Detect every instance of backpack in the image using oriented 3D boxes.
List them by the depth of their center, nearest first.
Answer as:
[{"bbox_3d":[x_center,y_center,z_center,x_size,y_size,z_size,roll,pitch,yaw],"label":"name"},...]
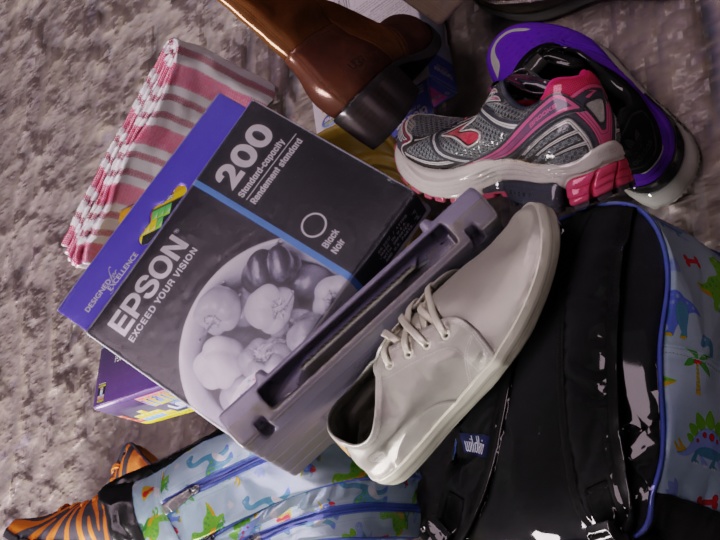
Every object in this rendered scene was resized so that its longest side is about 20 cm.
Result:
[{"bbox_3d":[0.146,0.074,0.912,0.183,0.147,0.201,-16,62,49],"label":"backpack"},{"bbox_3d":[-0.051,0.155,1.096,0.200,0.163,0.154,-41,57,19],"label":"backpack"}]

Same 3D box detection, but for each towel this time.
[{"bbox_3d":[-0.151,-0.083,1.298,0.030,0.146,0.200,33,99,28],"label":"towel"}]

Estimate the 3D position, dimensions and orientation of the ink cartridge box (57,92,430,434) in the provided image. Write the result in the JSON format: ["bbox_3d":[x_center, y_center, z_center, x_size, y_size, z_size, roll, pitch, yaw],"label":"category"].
[{"bbox_3d":[-0.088,-0.012,1.056,0.200,0.043,0.198,30,80,29],"label":"ink cartridge box"}]

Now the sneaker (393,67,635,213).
[{"bbox_3d":[0.090,-0.085,0.967,0.200,0.081,0.075,8,117,56],"label":"sneaker"}]

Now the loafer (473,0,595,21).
[{"bbox_3d":[0.144,-0.223,1.098,0.200,0.070,0.075,-2,73,46],"label":"loafer"}]

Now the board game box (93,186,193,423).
[{"bbox_3d":[-0.113,0.013,1.161,0.200,0.057,0.166,-20,57,46],"label":"board game box"}]

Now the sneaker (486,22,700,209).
[{"bbox_3d":[0.134,-0.123,1.042,0.070,0.099,0.200,-55,44,11],"label":"sneaker"}]

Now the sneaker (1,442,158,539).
[{"bbox_3d":[-0.205,0.197,1.295,0.200,0.078,0.112,3,71,36],"label":"sneaker"}]

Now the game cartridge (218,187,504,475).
[{"bbox_3d":[0.010,0.041,0.964,0.200,0.130,0.038,-42,75,-2],"label":"game cartridge"}]

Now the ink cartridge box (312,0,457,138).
[{"bbox_3d":[0.012,-0.171,1.237,0.119,0.042,0.200,-31,51,34],"label":"ink cartridge box"}]

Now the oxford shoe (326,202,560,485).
[{"bbox_3d":[0.045,0.041,0.898,0.200,0.058,0.075,-54,22,26],"label":"oxford shoe"}]

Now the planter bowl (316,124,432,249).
[{"bbox_3d":[0.000,0.000,1.140,0.200,0.083,0.201,-26,54,43],"label":"planter bowl"}]

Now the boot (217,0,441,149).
[{"bbox_3d":[-0.044,-0.187,1.093,0.068,0.200,0.188,-42,13,32],"label":"boot"}]

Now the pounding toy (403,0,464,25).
[{"bbox_3d":[0.028,-0.322,1.139,0.142,0.184,0.200,-44,28,29],"label":"pounding toy"}]
